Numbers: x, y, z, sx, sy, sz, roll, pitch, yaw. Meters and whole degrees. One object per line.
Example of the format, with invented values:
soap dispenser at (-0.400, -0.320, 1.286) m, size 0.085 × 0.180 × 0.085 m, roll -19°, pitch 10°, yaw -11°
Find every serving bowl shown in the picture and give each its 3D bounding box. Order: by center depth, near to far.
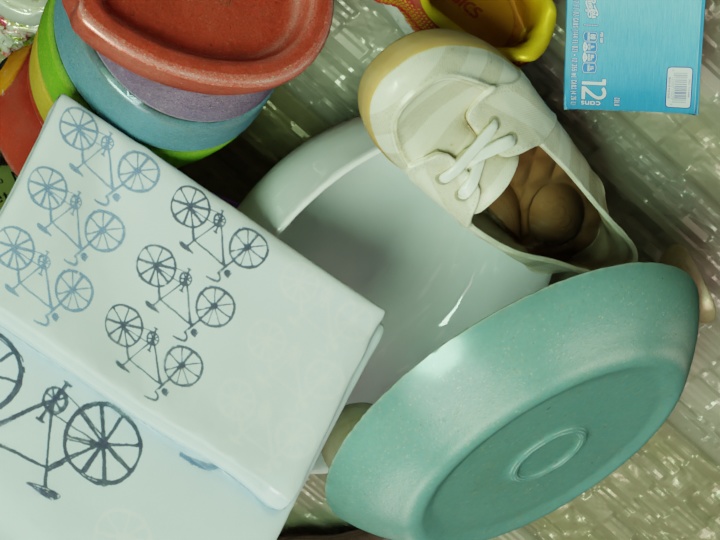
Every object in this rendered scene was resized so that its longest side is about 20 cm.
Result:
serving bowl at (0.000, 0.000, 1.099) m, size 0.200 × 0.066 × 0.201 m, roll -23°, pitch 135°, yaw -24°

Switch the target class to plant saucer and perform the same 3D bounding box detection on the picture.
plant saucer at (0.079, 0.073, 1.044) m, size 0.199 × 0.036 × 0.200 m, roll -24°, pitch 153°, yaw -13°

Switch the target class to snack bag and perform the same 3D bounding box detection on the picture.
snack bag at (-0.099, 0.057, 0.957) m, size 0.188 × 0.200 × 0.021 m, roll 36°, pitch 160°, yaw -23°

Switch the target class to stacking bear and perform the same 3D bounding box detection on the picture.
stacking bear at (-0.105, -0.093, 1.020) m, size 0.114 × 0.122 × 0.200 m, roll 30°, pitch 148°, yaw -17°

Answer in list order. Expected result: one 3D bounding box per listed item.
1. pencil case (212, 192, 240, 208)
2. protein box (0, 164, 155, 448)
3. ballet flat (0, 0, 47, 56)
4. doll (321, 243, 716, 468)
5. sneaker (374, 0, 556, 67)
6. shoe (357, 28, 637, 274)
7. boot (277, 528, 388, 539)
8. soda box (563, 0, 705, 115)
pencil case at (-0.099, 0.054, 1.176) m, size 0.085 × 0.084 × 0.201 m, roll 24°, pitch 125°, yaw 11°
protein box at (-0.191, 0.063, 1.053) m, size 0.198 × 0.200 × 0.135 m, roll -8°, pitch 128°, yaw -30°
ballet flat at (-0.143, -0.167, 1.045) m, size 0.075 × 0.064 × 0.200 m, roll 25°, pitch 127°, yaw -7°
doll at (0.073, 0.056, 1.106) m, size 0.199 × 0.049 × 0.137 m, roll -24°, pitch 165°, yaw -14°
sneaker at (0.006, -0.159, 1.017) m, size 0.200 × 0.077 × 0.073 m, roll 28°, pitch 79°, yaw -18°
shoe at (0.069, -0.047, 1.024) m, size 0.070 × 0.053 × 0.200 m, roll -48°, pitch 141°, yaw 6°
boot at (0.000, 0.232, 1.283) m, size 0.166 × 0.072 × 0.200 m, roll -17°, pitch 115°, yaw 21°
soda box at (0.125, -0.172, 1.002) m, size 0.064 × 0.068 × 0.201 m, roll 3°, pitch 123°, yaw 6°
